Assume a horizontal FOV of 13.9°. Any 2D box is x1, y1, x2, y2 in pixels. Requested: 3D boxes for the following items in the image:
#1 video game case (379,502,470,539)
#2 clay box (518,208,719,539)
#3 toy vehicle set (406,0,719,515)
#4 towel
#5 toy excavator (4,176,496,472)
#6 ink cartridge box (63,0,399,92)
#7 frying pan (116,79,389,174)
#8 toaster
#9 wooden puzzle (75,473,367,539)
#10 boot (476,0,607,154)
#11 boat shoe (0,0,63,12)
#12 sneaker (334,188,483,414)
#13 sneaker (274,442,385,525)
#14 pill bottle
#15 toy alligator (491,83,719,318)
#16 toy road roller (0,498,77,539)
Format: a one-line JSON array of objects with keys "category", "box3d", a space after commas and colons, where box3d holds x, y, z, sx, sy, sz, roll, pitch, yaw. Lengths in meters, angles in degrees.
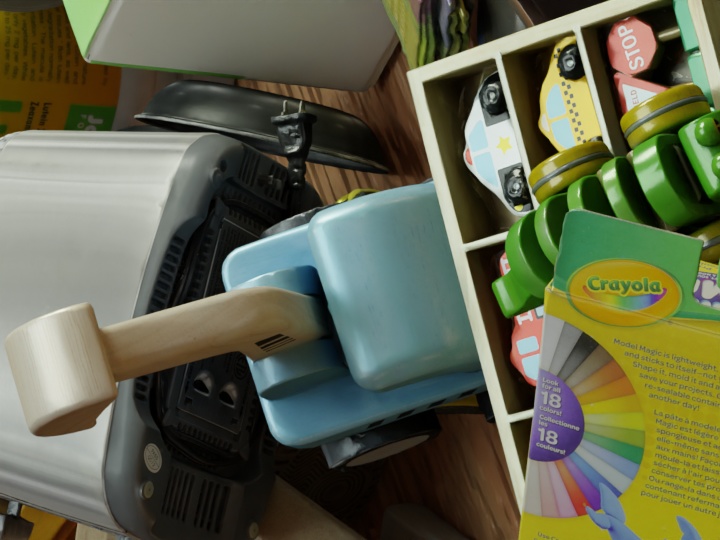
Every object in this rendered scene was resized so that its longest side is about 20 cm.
[{"category": "video game case", "box3d": [0.048, 0.214, 1.203, 0.200, 0.023, 0.182, 31, 116, 58]}, {"category": "clay box", "box3d": [0.113, 0.072, 0.964, 0.115, 0.048, 0.200, 16, 121, 18]}, {"category": "toy vehicle set", "box3d": [0.096, 0.008, 1.033, 0.124, 0.027, 0.200, -18, 84, 35]}, {"category": "towel", "box3d": [0.002, -0.172, 1.187, 0.144, 0.023, 0.200, 83, 166, -78]}, {"category": "toy excavator", "box3d": [-0.019, 0.016, 1.091, 0.200, 0.194, 0.100, 43, -150, -77]}, {"category": "ink cartridge box", "box3d": [-0.071, -0.182, 1.320, 0.084, 0.145, 0.200, -60, 39, 38]}, {"category": "frying pan", "box3d": [-0.047, -0.062, 1.332, 0.190, 0.115, 0.031, -170, 92, -81]}, {"category": "toaster", "box3d": [-0.099, 0.018, 1.212, 0.129, 0.114, 0.200, 6, 78, 32]}, {"category": "wooden puzzle", "box3d": [-0.055, 0.172, 1.275, 0.185, 0.046, 0.200, 33, 122, 33]}, {"category": "boot", "box3d": [0.093, -0.062, 1.120, 0.097, 0.075, 0.200, 99, 154, -74]}, {"category": "boat shoe", "box3d": [-0.146, -0.177, 1.407, 0.071, 0.201, 0.070, 15, 121, 32]}, {"category": "sneaker", "box3d": [0.000, 0.000, 1.271, 0.200, 0.074, 0.085, 26, 105, 50]}, {"category": "sneaker", "box3d": [-0.054, 0.090, 1.351, 0.113, 0.071, 0.200, 65, 144, 35]}, {"category": "pill bottle", "box3d": [-0.168, -0.101, 1.438, 0.111, 0.200, 0.111, -6, 83, 62]}, {"category": "toy alligator", "box3d": [0.110, -0.032, 0.969, 0.200, 0.054, 0.059, -31, 77, 33]}, {"category": "toy road roller", "box3d": [-0.142, 0.078, 1.495, 0.123, 0.146, 0.200, -33, 22, 57]}]
